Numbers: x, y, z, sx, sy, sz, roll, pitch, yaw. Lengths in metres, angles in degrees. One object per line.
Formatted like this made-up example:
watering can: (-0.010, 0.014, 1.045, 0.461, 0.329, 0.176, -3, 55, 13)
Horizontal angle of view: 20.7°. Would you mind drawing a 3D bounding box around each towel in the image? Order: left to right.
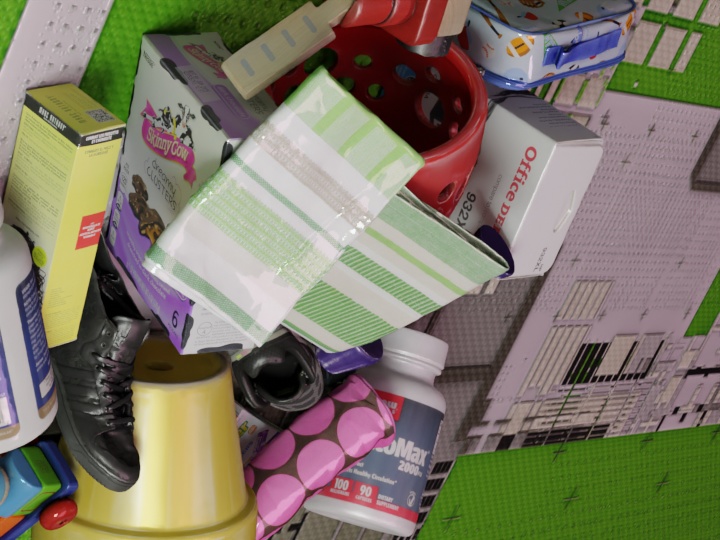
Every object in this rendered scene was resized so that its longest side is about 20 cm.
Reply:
towel: (-0.055, -0.044, 1.495, 0.200, 0.031, 0.149, -47, 137, 6)
towel: (0.000, 0.000, 1.646, 0.200, 0.023, 0.152, -30, 130, 35)

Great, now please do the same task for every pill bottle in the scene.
pill bottle: (-0.297, 0.031, 1.484, 0.111, 0.111, 0.201, -28, 126, -35)
pill bottle: (0.021, 0.161, 2.010, 0.120, 0.119, 0.201, 31, 71, -59)

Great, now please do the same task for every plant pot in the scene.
plant pot: (-0.184, 0.166, 1.725, 0.200, 0.200, 0.190, -11, 114, -48)
plant pot: (0.001, -0.095, 1.698, 0.200, 0.200, 0.183, -33, 148, -31)

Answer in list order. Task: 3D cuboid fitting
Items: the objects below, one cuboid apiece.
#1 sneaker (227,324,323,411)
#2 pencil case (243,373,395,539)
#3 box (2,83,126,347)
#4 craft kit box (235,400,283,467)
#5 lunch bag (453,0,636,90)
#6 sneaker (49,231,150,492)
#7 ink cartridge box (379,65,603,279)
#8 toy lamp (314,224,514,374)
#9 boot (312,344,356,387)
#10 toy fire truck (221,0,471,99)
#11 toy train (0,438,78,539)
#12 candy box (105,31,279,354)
sneaker: (-0.075, 0.092, 1.764, 0.073, 0.088, 0.200, -25, 149, 2)
pencil case: (-0.057, 0.190, 1.896, 0.200, 0.091, 0.094, -37, 149, -12)
box: (-0.242, -0.040, 1.543, 0.050, 0.075, 0.201, -15, 131, -46)
craft kit box: (-0.145, 0.233, 1.971, 0.200, 0.048, 0.197, -53, 146, -1)
lunch bag: (0.151, -0.228, 1.802, 0.200, 0.160, 0.076, -21, 136, -43)
sneaker: (-0.210, 0.072, 1.610, 0.104, 0.200, 0.060, -37, 163, 23)
ink cartridge box: (0.105, -0.104, 1.823, 0.084, 0.200, 0.146, -7, 126, -51)
toy lamp: (0.044, 0.032, 1.764, 0.200, 0.058, 0.058, -33, 157, 25)
boot: (-0.008, 0.046, 1.876, 0.197, 0.074, 0.163, -15, 148, -13)
toy fire truck: (-0.033, -0.222, 1.545, 0.199, 0.176, 0.129, -15, 133, -45)
toy train: (-0.339, 0.217, 1.632, 0.200, 0.085, 0.116, -39, 163, 16)
candy box: (-0.129, -0.064, 1.572, 0.071, 0.168, 0.201, -5, 126, -30)
